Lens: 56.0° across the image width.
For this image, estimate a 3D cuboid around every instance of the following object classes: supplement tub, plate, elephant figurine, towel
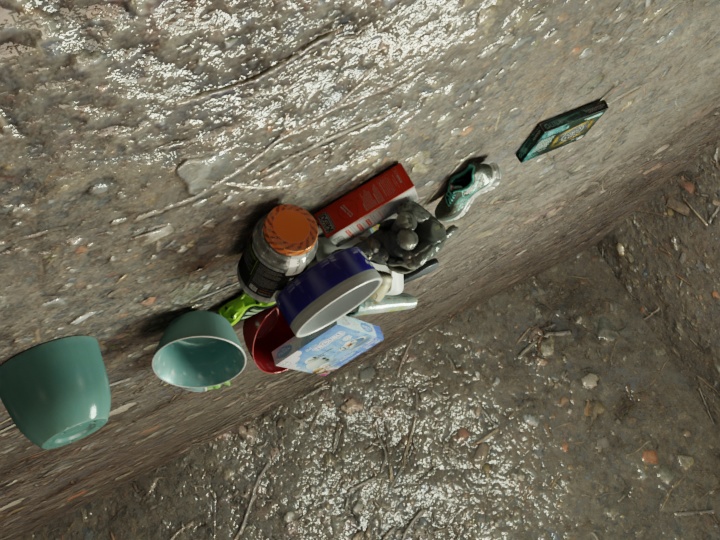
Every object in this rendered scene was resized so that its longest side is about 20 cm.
[{"bbox_3d":[-0.153,-0.031,1.258,0.122,0.123,0.200,-21,164,-30],"label":"supplement tub"},{"bbox_3d":[0.000,0.000,1.534,0.199,0.032,0.200,-1,139,1],"label":"plate"},{"bbox_3d":[0.068,-0.055,1.401,0.200,0.155,0.142,-26,-151,49],"label":"elephant figurine"},{"bbox_3d":[0.017,0.082,1.685,0.171,0.048,0.200,-6,180,-31],"label":"towel"}]

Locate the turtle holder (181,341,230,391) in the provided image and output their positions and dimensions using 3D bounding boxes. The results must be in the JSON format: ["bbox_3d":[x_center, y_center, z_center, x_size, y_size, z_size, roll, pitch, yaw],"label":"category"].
[{"bbox_3d":[-0.395,0.222,1.629,0.131,0.141,0.186,-11,170,-7],"label":"turtle holder"}]

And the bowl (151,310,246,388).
[{"bbox_3d":[-0.353,0.161,1.484,0.200,0.105,0.201,-7,141,-6],"label":"bowl"}]

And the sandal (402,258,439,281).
[{"bbox_3d":[0.104,0.007,1.629,0.076,0.043,0.200,-13,170,-44],"label":"sandal"}]

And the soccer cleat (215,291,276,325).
[{"bbox_3d":[-0.246,0.069,1.558,0.200,0.068,0.081,-28,179,14],"label":"soccer cleat"}]

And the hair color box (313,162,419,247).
[{"bbox_3d":[0.015,-0.129,1.363,0.200,0.061,0.102,-31,167,4],"label":"hair color box"}]

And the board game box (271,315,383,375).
[{"bbox_3d":[-0.077,0.183,1.650,0.200,0.043,0.199,-35,147,23],"label":"board game box"}]

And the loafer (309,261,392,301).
[{"bbox_3d":[-0.032,0.022,1.438,0.200,0.068,0.076,11,-176,19],"label":"loafer"}]

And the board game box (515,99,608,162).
[{"bbox_3d":[0.482,-0.333,1.620,0.200,0.028,0.135,-23,164,-20],"label":"board game box"}]

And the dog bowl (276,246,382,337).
[{"bbox_3d":[-0.060,0.042,1.307,0.200,0.079,0.200,-32,168,-8],"label":"dog bowl"}]

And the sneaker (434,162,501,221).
[{"bbox_3d":[0.231,-0.189,1.584,0.091,0.078,0.200,7,141,-40],"label":"sneaker"}]

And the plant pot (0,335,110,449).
[{"bbox_3d":[-0.579,0.244,1.308,0.200,0.161,0.201,-28,165,-8],"label":"plant pot"}]

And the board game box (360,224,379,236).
[{"bbox_3d":[0.073,-0.050,1.653,0.200,0.103,0.105,-12,159,-49],"label":"board game box"}]

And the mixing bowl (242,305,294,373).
[{"bbox_3d":[-0.215,0.141,1.673,0.200,0.108,0.201,-26,130,-36],"label":"mixing bowl"}]
